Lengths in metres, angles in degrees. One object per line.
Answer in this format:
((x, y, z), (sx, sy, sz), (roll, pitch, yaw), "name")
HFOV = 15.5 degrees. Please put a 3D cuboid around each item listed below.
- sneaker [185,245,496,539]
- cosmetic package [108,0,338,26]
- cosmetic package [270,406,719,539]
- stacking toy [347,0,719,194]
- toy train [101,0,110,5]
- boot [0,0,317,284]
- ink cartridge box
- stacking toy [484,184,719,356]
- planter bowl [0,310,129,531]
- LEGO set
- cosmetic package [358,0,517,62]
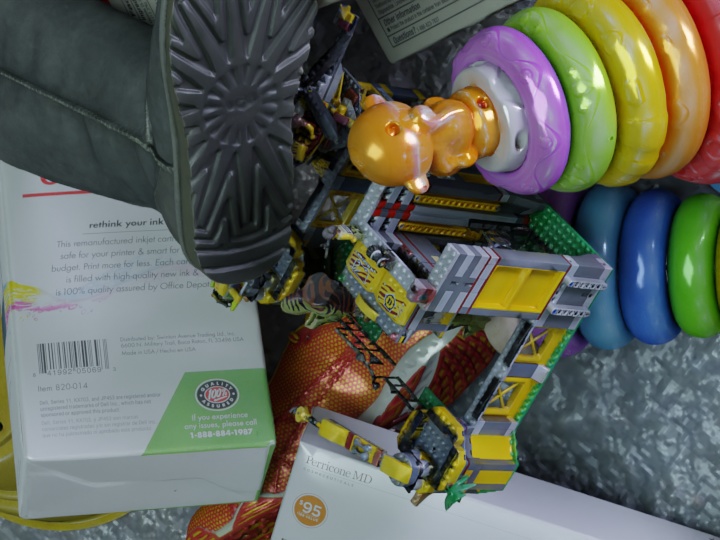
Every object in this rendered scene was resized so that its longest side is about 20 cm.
((-0.015, 0.066, 1.269), (0.200, 0.073, 0.077), (-46, 61, 17), "sneaker")
((-0.038, -0.159, 1.118), (0.200, 0.073, 0.104), (-12, 107, 55), "cosmetic package")
((0.059, 0.135, 1.206), (0.199, 0.051, 0.083), (17, 107, 2), "cosmetic package")
((0.080, -0.070, 1.074), (0.116, 0.199, 0.110), (62, 151, 14), "stacking toy")
((-0.073, -0.210, 1.245), (0.115, 0.085, 0.201), (7, 100, 15), "toy train")
((-0.101, -0.100, 1.130), (0.200, 0.072, 0.182), (38, 127, 50), "boot")
((-0.111, 0.010, 1.247), (0.117, 0.067, 0.201), (-3, 62, -10), "ink cartridge box")
((0.156, 0.001, 1.165), (0.199, 0.085, 0.086), (2, 99, 21), "stacking toy")
((-0.181, 0.041, 1.330), (0.200, 0.083, 0.201), (4, 99, 26), "planter bowl")
((0.000, 0.000, 1.128), (0.154, 0.116, 0.200), (-53, 53, 28), "LEGO set")
((0.016, -0.204, 1.158), (0.103, 0.073, 0.200), (-20, 99, 55), "cosmetic package")
